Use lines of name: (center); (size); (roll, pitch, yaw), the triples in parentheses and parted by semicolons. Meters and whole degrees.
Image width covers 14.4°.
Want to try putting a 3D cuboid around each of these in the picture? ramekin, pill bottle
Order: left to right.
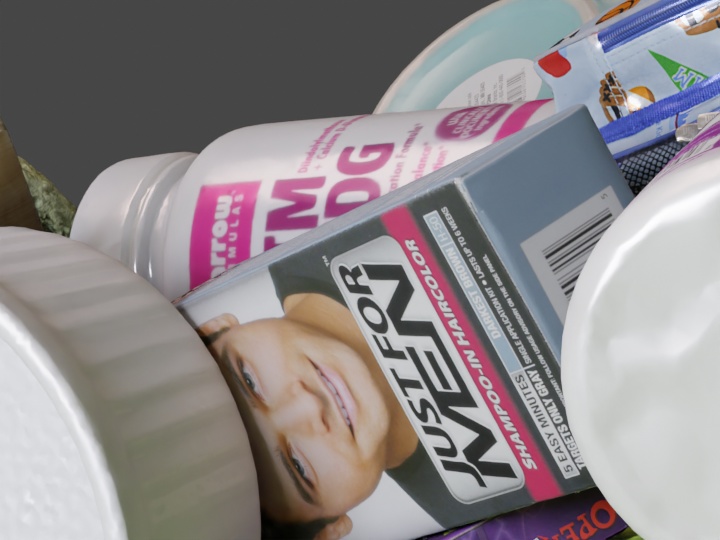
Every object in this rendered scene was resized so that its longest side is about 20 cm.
ramekin: (-0.128, 0.080, 0.914); (0.200, 0.201, 0.098); (-25, -3, 33)
pill bottle: (0.000, 0.000, 1.035); (0.200, 0.114, 0.113); (-4, 15, 31)
pill bottle: (0.126, 0.006, 0.752); (0.112, 0.112, 0.200); (-26, 4, 21)

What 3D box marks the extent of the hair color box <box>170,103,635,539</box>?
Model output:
hair color box: (0.015, 0.028, 0.889); (0.061, 0.099, 0.200); (-31, 4, -36)

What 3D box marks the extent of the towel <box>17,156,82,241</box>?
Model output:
towel: (-0.133, 0.000, 1.143); (0.148, 0.200, 0.037); (29, 73, 39)

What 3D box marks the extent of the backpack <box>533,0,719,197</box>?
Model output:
backpack: (0.163, -0.044, 0.932); (0.190, 0.154, 0.200); (-14, 11, 33)

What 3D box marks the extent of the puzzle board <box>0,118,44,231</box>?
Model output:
puzzle board: (-0.200, 0.026, 0.978); (0.200, 0.017, 0.151); (-29, -21, -10)

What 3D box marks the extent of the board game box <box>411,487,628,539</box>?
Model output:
board game box: (0.018, 0.093, 0.960); (0.120, 0.032, 0.200); (-24, 3, -4)

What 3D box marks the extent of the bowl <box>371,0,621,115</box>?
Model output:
bowl: (0.075, -0.038, 1.145); (0.201, 0.105, 0.201); (-29, 31, 19)
